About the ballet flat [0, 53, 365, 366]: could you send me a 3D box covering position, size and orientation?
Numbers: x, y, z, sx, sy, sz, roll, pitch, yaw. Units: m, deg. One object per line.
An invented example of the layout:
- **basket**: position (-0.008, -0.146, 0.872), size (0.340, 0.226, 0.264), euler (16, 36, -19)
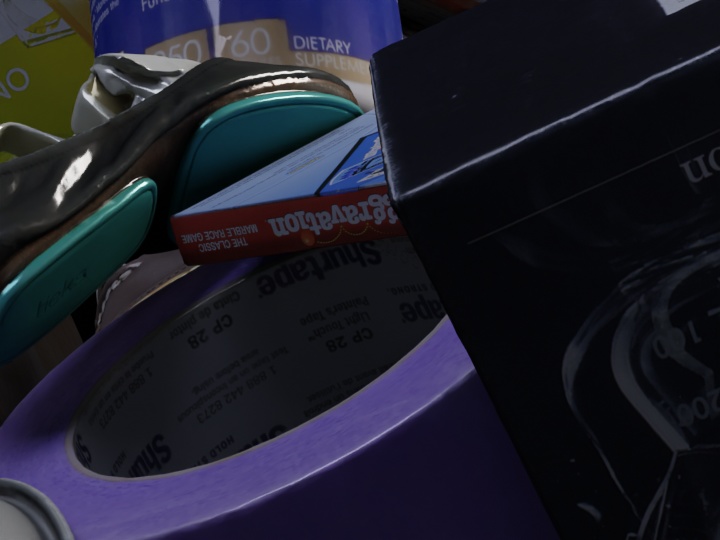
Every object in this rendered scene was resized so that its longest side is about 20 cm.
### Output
- **ballet flat**: position (-0.078, -0.035, 0.836), size (0.068, 0.068, 0.200), euler (37, 37, 20)

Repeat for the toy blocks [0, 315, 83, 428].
- **toy blocks**: position (-0.130, 0.056, 0.873), size (0.100, 0.137, 0.200), euler (-24, 1, 12)

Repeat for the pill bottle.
- **pill bottle**: position (-0.047, -0.125, 0.983), size (0.116, 0.200, 0.116), euler (-7, -20, -3)

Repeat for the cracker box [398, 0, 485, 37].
- **cracker box**: position (0.036, -0.130, 1.112), size (0.200, 0.134, 0.058), euler (24, 92, 65)

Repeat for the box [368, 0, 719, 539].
- **box**: position (0.130, 0.002, 0.599), size (0.200, 0.182, 0.104), euler (-25, 21, 7)

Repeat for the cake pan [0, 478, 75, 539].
- **cake pan**: position (-0.151, 0.138, 0.703), size (0.200, 0.037, 0.200), euler (-36, 35, 31)

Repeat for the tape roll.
- **tape roll**: position (-0.010, 0.057, 0.784), size (0.200, 0.085, 0.200), euler (-23, 21, 9)

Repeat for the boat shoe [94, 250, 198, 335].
- **boat shoe**: position (0.000, 0.000, 0.927), size (0.200, 0.072, 0.060), euler (-15, 33, 8)

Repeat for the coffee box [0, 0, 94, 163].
- **coffee box**: position (-0.175, -0.080, 1.100), size (0.200, 0.198, 0.200), euler (-36, 7, -24)

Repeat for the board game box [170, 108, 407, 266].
- **board game box**: position (0.039, -0.049, 0.848), size (0.103, 0.019, 0.200), euler (-9, 15, 41)
